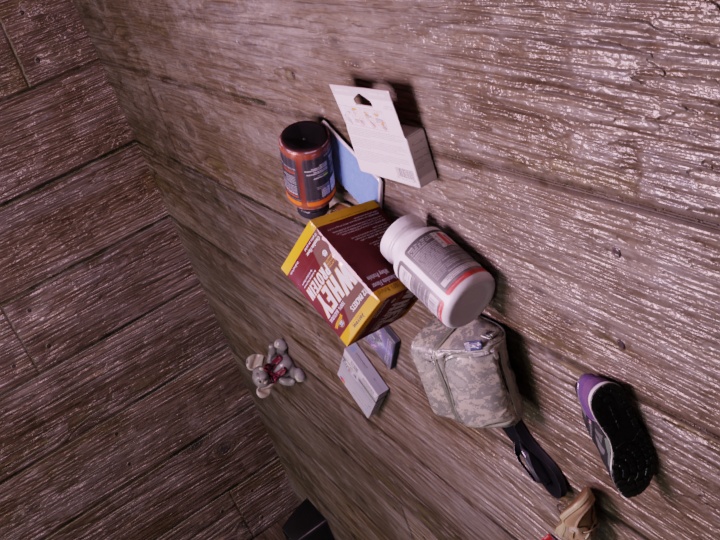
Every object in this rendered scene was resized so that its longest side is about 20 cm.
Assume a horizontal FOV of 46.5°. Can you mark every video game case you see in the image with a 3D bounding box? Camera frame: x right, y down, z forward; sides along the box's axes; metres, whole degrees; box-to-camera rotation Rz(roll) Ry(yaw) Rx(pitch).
[{"bbox_3d":[0.024,0.131,2.021,0.200,0.019,0.143,50,157,23],"label":"video game case"}]

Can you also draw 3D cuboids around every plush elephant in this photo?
[{"bbox_3d":[-0.307,0.345,2.878,0.166,0.154,0.200,59,159,1],"label":"plush elephant"}]

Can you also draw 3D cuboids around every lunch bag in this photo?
[{"bbox_3d":[0.205,0.180,1.516,0.167,0.139,0.201,9,129,44],"label":"lunch bag"}]

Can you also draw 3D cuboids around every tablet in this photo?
[{"bbox_3d":[-0.018,-0.200,1.682,0.200,0.014,0.131,48,156,27],"label":"tablet"}]

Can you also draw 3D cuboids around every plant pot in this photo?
[{"bbox_3d":[-0.247,1.221,3.888,0.200,0.176,0.201,31,145,54],"label":"plant pot"}]

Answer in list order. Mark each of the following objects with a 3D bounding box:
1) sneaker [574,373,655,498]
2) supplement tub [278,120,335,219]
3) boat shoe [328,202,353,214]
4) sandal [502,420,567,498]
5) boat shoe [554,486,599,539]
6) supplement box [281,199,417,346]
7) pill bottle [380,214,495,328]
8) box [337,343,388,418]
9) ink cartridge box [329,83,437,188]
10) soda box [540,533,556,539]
[{"bbox_3d":[0.387,0.247,1.287,0.088,0.075,0.202,-140,28,-74],"label":"sneaker"},{"bbox_3d":[-0.106,-0.199,1.716,0.107,0.106,0.201,45,154,34],"label":"supplement tub"},{"bbox_3d":[-0.011,-0.070,1.752,0.200,0.073,0.076,43,154,37],"label":"boat shoe"},{"bbox_3d":[0.317,0.352,1.601,0.201,0.043,0.076,53,159,18],"label":"sandal"},{"bbox_3d":[0.401,0.448,1.510,0.064,0.071,0.201,41,161,25],"label":"boat shoe"},{"bbox_3d":[0.000,0.000,1.577,0.200,0.197,0.133,48,128,16],"label":"supplement box"},{"bbox_3d":[0.130,-0.004,1.457,0.200,0.115,0.116,46,156,34],"label":"pill bottle"},{"bbox_3d":[0.004,0.298,2.261,0.156,0.041,0.200,53,158,18],"label":"box"},{"bbox_3d":[0.038,-0.243,1.447,0.200,0.044,0.177,26,142,56],"label":"ink cartridge box"},{"bbox_3d":[0.401,0.649,1.765,0.063,0.070,0.201,36,148,46],"label":"soda box"}]
